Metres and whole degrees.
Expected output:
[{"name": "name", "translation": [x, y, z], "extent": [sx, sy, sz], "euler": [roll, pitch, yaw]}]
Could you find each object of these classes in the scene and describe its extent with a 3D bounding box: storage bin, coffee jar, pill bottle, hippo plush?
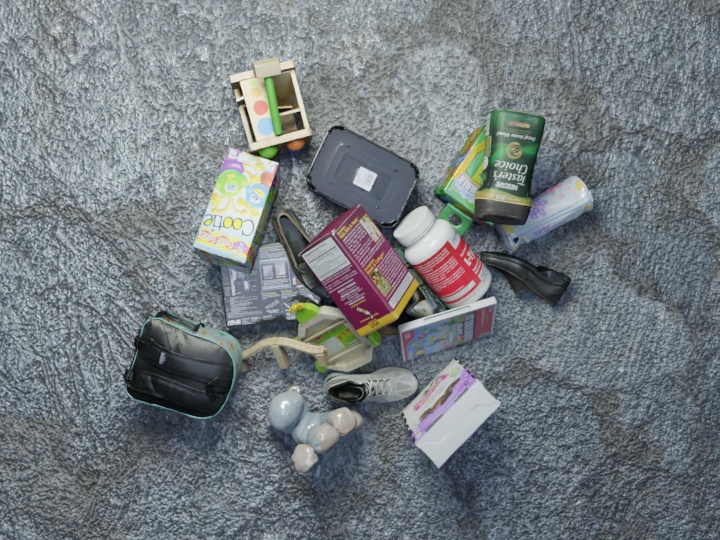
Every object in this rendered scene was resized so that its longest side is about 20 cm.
[{"name": "storage bin", "translation": [0.002, -0.182, 1.325], "extent": [0.198, 0.094, 0.136], "euler": [26, 92, -5]}, {"name": "coffee jar", "translation": [0.269, -0.185, 1.224], "extent": [0.103, 0.085, 0.203], "euler": [8, 95, -3]}, {"name": "pill bottle", "translation": [0.159, -0.026, 1.323], "extent": [0.112, 0.112, 0.200], "euler": [-43, 109, 0]}, {"name": "hippo plush", "translation": [-0.098, 0.297, 1.343], "extent": [0.159, 0.200, 0.161], "euler": [-43, 72, -6]}]

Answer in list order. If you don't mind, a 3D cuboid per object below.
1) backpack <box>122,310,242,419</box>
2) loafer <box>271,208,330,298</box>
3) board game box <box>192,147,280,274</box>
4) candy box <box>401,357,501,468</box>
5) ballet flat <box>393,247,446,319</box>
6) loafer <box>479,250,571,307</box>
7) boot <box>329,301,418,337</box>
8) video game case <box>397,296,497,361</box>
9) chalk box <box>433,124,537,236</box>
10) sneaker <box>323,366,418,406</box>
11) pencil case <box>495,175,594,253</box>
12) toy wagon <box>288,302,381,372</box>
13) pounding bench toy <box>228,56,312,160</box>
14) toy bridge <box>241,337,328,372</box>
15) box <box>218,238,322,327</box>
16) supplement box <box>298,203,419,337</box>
[{"name": "backpack", "translation": [-0.329, 0.185, 1.302], "extent": [0.198, 0.153, 0.178], "euler": [20, 96, 4]}, {"name": "loafer", "translation": [-0.109, -0.028, 1.296], "extent": [0.071, 0.063, 0.201], "euler": [-34, 96, -3]}, {"name": "board game box", "translation": [-0.230, -0.111, 1.279], "extent": [0.102, 0.105, 0.202], "euler": [17, 77, -1]}, {"name": "candy box", "translation": [0.172, 0.272, 1.322], "extent": [0.072, 0.200, 0.168], "euler": [44, 90, -6]}, {"name": "ballet flat", "translation": [0.104, 0.050, 1.361], "extent": [0.074, 0.074, 0.201], "euler": [-36, 90, 0]}, {"name": "loafer", "translation": [0.332, 0.015, 1.379], "extent": [0.198, 0.073, 0.073], "euler": [20, 98, -4]}, {"name": "boot", "translation": [0.030, 0.114, 1.377], "extent": [0.197, 0.074, 0.076], "euler": [7, 122, -7]}, {"name": "video game case", "translation": [0.175, 0.120, 1.349], "extent": [0.198, 0.143, 0.018], "euler": [-16, 59, -2]}, {"name": "chalk box", "translation": [0.230, -0.165, 1.327], "extent": [0.124, 0.124, 0.201], "euler": [32, 92, -6]}, {"name": "sneaker", "translation": [0.026, 0.245, 1.352], "extent": [0.198, 0.115, 0.077], "euler": [-2, 95, -4]}, {"name": "pencil case", "translation": [0.369, -0.114, 1.359], "extent": [0.198, 0.091, 0.084], "euler": [-29, 96, -2]}, {"name": "toy wagon", "translation": [-0.061, 0.123, 1.326], "extent": [0.154, 0.040, 0.200], "euler": [-29, 118, 29]}, {"name": "pounding bench toy", "translation": [-0.163, -0.293, 1.247], "extent": [0.123, 0.200, 0.158], "euler": [-15, 95, -6]}, {"name": "toy bridge", "translation": [-0.159, 0.164, 1.334], "extent": [0.197, 0.027, 0.068], "euler": [-7, 125, 15]}, {"name": "box", "translation": [-0.181, 0.024, 1.351], "extent": [0.197, 0.050, 0.160], "euler": [-7, 95, -4]}, {"name": "supplement box", "translation": [0.000, 0.000, 1.262], "extent": [0.103, 0.131, 0.201], "euler": [-29, 102, 37]}]
